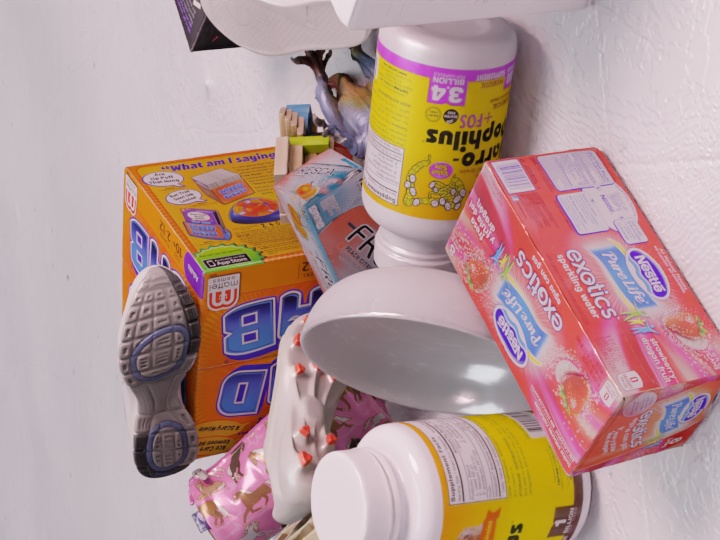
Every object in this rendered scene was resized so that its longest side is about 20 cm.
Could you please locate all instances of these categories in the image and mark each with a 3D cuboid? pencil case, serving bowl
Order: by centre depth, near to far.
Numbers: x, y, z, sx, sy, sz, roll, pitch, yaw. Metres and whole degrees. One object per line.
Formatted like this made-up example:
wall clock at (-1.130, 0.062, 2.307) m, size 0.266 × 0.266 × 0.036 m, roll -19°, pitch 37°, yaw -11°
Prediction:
serving bowl at (0.056, 0.046, 1.125) m, size 0.200 × 0.198 × 0.067 m, roll -36°, pitch 38°, yaw 61°
pencil case at (-0.064, 0.164, 1.315) m, size 0.083 × 0.200 × 0.087 m, roll 49°, pitch -179°, yaw 44°

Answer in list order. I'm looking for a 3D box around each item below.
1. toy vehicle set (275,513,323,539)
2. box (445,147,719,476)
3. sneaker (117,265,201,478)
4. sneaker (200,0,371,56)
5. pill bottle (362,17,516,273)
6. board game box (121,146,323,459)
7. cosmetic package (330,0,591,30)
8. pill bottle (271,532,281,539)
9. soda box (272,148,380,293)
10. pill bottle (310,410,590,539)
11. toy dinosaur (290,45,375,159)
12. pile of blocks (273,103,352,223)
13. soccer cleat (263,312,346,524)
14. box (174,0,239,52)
toy vehicle set at (-0.030, 0.205, 1.182) m, size 0.027 × 0.200 × 0.124 m, roll 47°, pitch 116°, yaw 0°
box at (0.152, 0.023, 0.997) m, size 0.201 × 0.102 × 0.095 m, roll 63°, pitch 148°, yaw 30°
sneaker at (-0.185, 0.082, 1.278) m, size 0.087 × 0.074 × 0.202 m, roll -129°, pitch 39°, yaw -51°
sneaker at (-0.047, -0.244, 1.285) m, size 0.198 × 0.099 × 0.071 m, roll 8°, pitch 138°, yaw 40°
pill bottle at (0.057, -0.095, 1.130) m, size 0.104 × 0.103 × 0.202 m, roll 46°, pitch 137°, yaw 49°
board game box at (-0.100, 0.022, 1.388) m, size 0.200 × 0.198 × 0.202 m, roll 48°, pitch 140°, yaw 47°
cosmetic package at (0.067, -0.279, 0.962) m, size 0.166 × 0.198 × 0.166 m, roll 64°, pitch 148°, yaw 30°
pill bottle at (-0.057, 0.351, 1.512) m, size 0.104 × 0.103 × 0.203 m, roll -8°, pitch 90°, yaw 63°
soda box at (0.000, 0.000, 1.249) m, size 0.068 × 0.063 × 0.201 m, roll 36°, pitch 155°, yaw 55°
pill bottle at (0.066, 0.165, 1.088) m, size 0.109 × 0.198 × 0.111 m, roll 3°, pitch 94°, yaw 57°
toy dinosaur at (0.021, -0.131, 1.284) m, size 0.183 × 0.104 × 0.200 m, roll 64°, pitch -176°, yaw 13°
pile of blocks at (-0.038, -0.111, 1.323) m, size 0.200 × 0.061 × 0.083 m, roll -86°, pitch -7°, yaw -66°
soccer cleat at (-0.050, 0.119, 1.230) m, size 0.078 × 0.069 × 0.201 m, roll -51°, pitch 24°, yaw 37°
box at (-0.094, -0.306, 1.364) m, size 0.200 × 0.121 × 0.107 m, roll -55°, pitch 50°, yaw 55°
